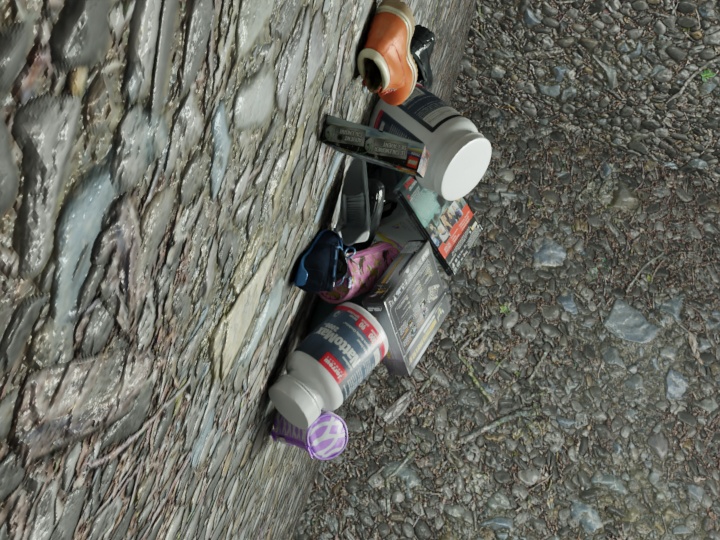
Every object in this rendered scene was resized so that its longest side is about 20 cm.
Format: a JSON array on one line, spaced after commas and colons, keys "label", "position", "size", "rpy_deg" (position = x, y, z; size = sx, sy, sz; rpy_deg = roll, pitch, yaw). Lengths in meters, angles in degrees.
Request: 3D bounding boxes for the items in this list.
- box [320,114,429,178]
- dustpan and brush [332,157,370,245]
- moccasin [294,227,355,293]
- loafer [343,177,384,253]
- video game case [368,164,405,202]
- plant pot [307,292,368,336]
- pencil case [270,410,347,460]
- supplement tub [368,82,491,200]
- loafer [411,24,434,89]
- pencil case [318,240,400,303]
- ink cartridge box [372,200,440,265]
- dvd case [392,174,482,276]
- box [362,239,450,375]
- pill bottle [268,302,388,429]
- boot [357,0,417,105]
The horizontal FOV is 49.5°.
[{"label": "box", "position": [0.027, -0.170, 1.097], "size": [0.200, 0.134, 0.041], "rpy_deg": [-29, 136, -82]}, {"label": "dustpan and brush", "position": [-0.021, -0.088, 1.320], "size": [0.201, 0.056, 0.143], "rpy_deg": [99, -12, -67]}, {"label": "moccasin", "position": [-0.052, -0.004, 1.218], "size": [0.201, 0.067, 0.082], "rpy_deg": [-65, 173, -65]}, {"label": "loafer", "position": [0.003, -0.092, 1.455], "size": [0.070, 0.068, 0.203], "rpy_deg": [-32, 153, -45]}, {"label": "video game case", "position": [0.075, -0.239, 1.571], "size": [0.182, 0.022, 0.204], "rpy_deg": [19, -90, 67]}, {"label": "plant pot", "position": [-0.008, 0.093, 1.509], "size": [0.200, 0.195, 0.138], "rpy_deg": [89, -1, -75]}, {"label": "pencil case", "position": [-0.094, 0.282, 1.377], "size": [0.084, 0.086, 0.199], "rpy_deg": [-23, -175, -25]}, {"label": "supplement tub", "position": [0.121, -0.231, 1.388], "size": [0.139, 0.200, 0.142], "rpy_deg": [-31, 146, -24]}, {"label": "loafer", "position": [0.101, -0.385, 1.501], "size": [0.071, 0.067, 0.201], "rpy_deg": [-54, 167, -17]}, {"label": "pencil case", "position": [0.000, 0.000, 1.400], "size": [0.199, 0.085, 0.085], "rpy_deg": [-17, 86, -58]}, {"label": "ink cartridge box", "position": [0.097, -0.072, 1.578], "size": [0.198, 0.146, 0.084], "rpy_deg": [-21, -144, 44]}, {"label": "dvd case", "position": [0.151, -0.112, 1.484], "size": [0.022, 0.202, 0.147], "rpy_deg": [-15, -152, 44]}, {"label": "box", "position": [0.088, 0.064, 1.418], "size": [0.201, 0.047, 0.161], "rpy_deg": [-51, 130, -44]}, {"label": "pill bottle", "position": [-0.055, 0.160, 1.299], "size": [0.200, 0.119, 0.121], "rpy_deg": [-45, 162, -30]}, {"label": "boot", "position": [0.033, -0.291, 1.152], "size": [0.201, 0.074, 0.109], "rpy_deg": [75, 36, -66]}]
